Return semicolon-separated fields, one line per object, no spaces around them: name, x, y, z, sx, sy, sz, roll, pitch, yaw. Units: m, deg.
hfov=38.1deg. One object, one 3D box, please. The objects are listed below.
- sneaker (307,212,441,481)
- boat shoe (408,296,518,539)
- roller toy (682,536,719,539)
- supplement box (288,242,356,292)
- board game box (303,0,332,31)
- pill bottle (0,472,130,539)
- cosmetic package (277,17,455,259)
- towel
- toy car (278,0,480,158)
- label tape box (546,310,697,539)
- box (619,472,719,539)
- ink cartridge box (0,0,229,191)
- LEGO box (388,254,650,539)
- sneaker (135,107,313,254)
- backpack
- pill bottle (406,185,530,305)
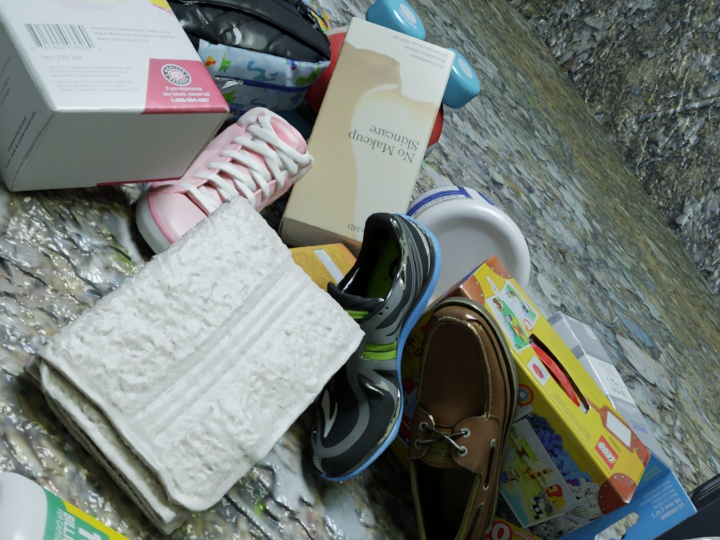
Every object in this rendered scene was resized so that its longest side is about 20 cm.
sneaker;-0.002;0.050;0.748;0.083;0.070;0.201;34;68;-48
boat shoe;0.071;0.122;0.755;0.068;0.071;0.201;-37;127;-57
roller toy;0.278;0.306;0.830;0.139;0.182;0.201;16;40;-54
supplement box;-0.058;0.025;0.787;0.069;0.066;0.200;54;21;10
board game box;-0.090;-0.276;1.226;0.165;0.057;0.201;33;27;-41
pill bottle;-0.090;0.176;0.413;0.200;0.113;0.113;40;24;-24
cosmetic package;0.006;-0.110;0.923;0.104;0.201;0.071;17;-17;-2
towel;-0.090;0.047;0.627;0.133;0.034;0.200;49;47;-6
toy car;0.016;-0.133;1.045;0.177;0.184;0.201;35;33;-34
label tape box;0.181;0.160;0.931;0.063;0.144;0.201;24;33;-48
box;0.342;0.258;1.014;0.079;0.200;0.141;56;23;15
ink cartridge box;-0.205;-0.159;0.726;0.147;0.086;0.201;-10;60;-46
LEGO box;0.104;0.115;0.824;0.200;0.149;0.077;51;35;1
sneaker;-0.100;-0.073;0.814;0.075;0.104;0.200;49;23;-8
backpack;-0.124;-0.217;0.966;0.199;0.154;0.164;-7;52;-34
pill bottle;0.087;-0.018;0.958;0.116;0.116;0.200;47;8;-7
